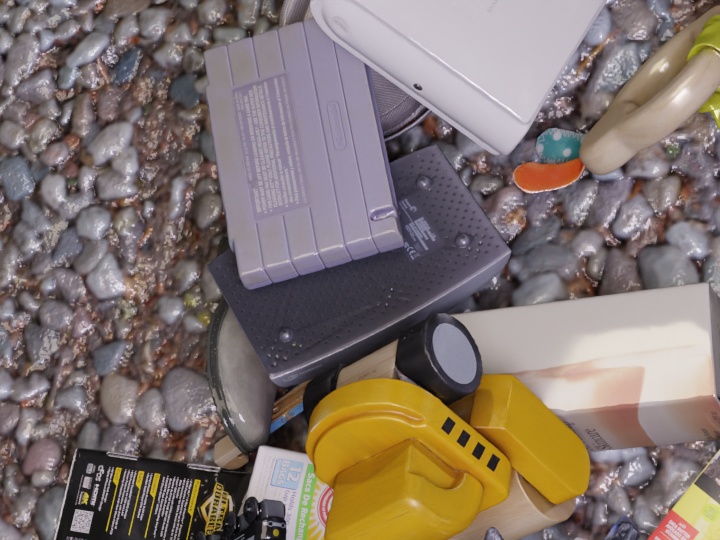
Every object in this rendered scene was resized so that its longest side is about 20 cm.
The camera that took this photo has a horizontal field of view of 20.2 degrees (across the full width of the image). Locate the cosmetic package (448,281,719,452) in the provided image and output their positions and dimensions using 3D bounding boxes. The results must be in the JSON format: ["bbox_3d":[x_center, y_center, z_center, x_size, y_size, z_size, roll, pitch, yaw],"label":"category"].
[{"bbox_3d":[0.162,0.075,1.432,0.198,0.103,0.088,-8,68,21],"label":"cosmetic package"}]

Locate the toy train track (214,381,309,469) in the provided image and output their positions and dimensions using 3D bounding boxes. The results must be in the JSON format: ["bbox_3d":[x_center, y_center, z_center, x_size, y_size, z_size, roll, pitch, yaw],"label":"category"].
[{"bbox_3d":[-0.026,0.095,1.535,0.199,0.033,0.115,-35,29,17],"label":"toy train track"}]

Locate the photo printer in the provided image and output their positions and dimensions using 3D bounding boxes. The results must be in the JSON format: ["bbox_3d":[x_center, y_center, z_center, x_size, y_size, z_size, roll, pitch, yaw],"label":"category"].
[{"bbox_3d":[0.069,-0.204,1.516,0.199,0.069,0.167,36,59,-2],"label":"photo printer"}]

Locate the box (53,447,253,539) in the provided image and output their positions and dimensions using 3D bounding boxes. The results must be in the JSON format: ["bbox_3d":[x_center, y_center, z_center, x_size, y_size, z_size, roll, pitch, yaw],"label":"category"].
[{"bbox_3d":[-0.163,0.244,1.534,0.158,0.049,0.202,5,75,22],"label":"box"}]

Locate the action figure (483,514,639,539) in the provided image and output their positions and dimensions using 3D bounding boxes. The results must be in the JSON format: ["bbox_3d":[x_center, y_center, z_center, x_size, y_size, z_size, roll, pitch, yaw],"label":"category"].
[{"bbox_3d":[0.107,0.211,1.368,0.105,0.193,0.200,46,70,0],"label":"action figure"}]

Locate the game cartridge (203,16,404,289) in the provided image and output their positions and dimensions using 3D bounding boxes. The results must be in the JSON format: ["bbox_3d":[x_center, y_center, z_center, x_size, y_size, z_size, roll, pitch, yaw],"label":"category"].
[{"bbox_3d":[-0.046,-0.092,1.505,0.128,0.038,0.202,-17,62,13],"label":"game cartridge"}]

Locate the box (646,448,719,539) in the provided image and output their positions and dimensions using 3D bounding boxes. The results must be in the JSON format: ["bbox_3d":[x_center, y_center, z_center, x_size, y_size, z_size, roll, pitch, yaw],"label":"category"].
[{"bbox_3d":[0.229,0.207,1.386,0.075,0.050,0.200,40,90,27],"label":"box"}]

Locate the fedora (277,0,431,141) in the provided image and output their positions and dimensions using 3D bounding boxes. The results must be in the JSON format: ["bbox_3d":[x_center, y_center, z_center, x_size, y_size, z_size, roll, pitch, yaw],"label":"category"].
[{"bbox_3d":[0.000,-0.200,1.602,0.176,0.090,0.201,22,81,27],"label":"fedora"}]

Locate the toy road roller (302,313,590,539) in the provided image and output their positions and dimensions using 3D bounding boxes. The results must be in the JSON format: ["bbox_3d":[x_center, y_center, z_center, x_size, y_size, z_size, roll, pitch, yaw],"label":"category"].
[{"bbox_3d":[0.049,0.142,1.336,0.122,0.200,0.147,-28,34,35],"label":"toy road roller"}]

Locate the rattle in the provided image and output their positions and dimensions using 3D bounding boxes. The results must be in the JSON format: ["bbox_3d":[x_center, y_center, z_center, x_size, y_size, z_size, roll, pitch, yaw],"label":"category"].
[{"bbox_3d":[0.233,-0.090,1.503,0.200,0.142,0.131,-45,28,19],"label":"rattle"}]

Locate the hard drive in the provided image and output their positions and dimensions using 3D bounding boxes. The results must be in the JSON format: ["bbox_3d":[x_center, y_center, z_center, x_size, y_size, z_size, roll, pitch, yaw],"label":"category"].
[{"bbox_3d":[0.000,0.000,1.496,0.199,0.042,0.135,-28,54,-7],"label":"hard drive"}]

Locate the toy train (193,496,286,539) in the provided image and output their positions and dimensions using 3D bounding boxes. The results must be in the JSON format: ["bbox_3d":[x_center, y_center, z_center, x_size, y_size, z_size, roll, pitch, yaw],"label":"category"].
[{"bbox_3d":[-0.111,0.214,1.427,0.200,0.034,0.046,-38,50,45],"label":"toy train"}]

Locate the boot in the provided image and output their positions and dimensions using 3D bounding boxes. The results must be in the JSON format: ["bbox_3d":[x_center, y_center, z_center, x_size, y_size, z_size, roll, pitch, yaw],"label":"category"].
[{"bbox_3d":[-0.045,0.036,1.534,0.129,0.068,0.202,-13,52,18],"label":"boot"}]

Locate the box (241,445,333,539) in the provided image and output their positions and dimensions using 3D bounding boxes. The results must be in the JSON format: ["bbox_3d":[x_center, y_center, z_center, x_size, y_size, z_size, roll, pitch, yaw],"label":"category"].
[{"bbox_3d":[-0.031,0.240,1.451,0.111,0.101,0.202,7,74,25],"label":"box"}]
